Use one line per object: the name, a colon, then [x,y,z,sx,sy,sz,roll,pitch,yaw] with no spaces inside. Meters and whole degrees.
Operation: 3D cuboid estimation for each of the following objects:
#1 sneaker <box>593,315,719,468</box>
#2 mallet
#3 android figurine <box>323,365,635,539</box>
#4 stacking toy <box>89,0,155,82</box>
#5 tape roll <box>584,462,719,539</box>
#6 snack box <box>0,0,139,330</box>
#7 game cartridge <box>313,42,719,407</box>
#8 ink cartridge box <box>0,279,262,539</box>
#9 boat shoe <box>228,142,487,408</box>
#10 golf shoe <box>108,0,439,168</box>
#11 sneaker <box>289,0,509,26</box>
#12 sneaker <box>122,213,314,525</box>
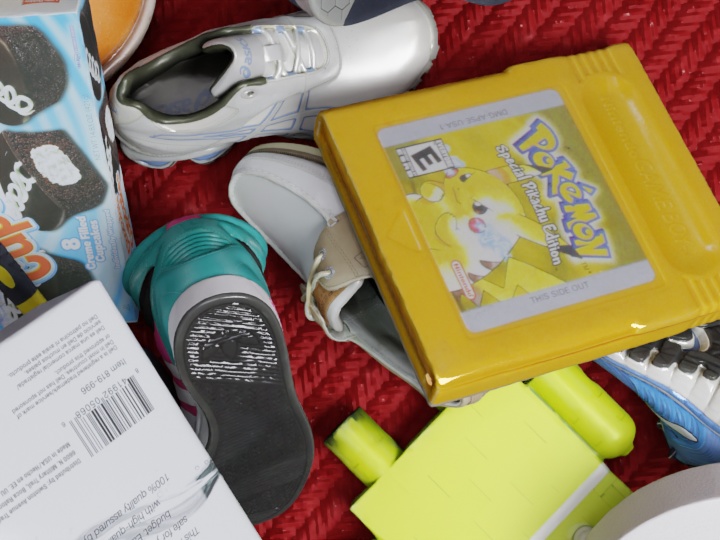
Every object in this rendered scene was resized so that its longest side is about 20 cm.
sneaker: [0.178,0.067,0.830,0.200,0.090,0.078,37,54,24]
mallet: [-0.172,0.015,0.822,0.065,0.041,0.201,-28,117,0]
android figurine: [0.079,0.136,0.852,0.182,0.041,0.200,-44,85,-2]
stacking toy: [-0.196,-0.186,0.786,0.145,0.200,0.148,-1,73,5]
tape roll: [0.206,0.195,0.789,0.201,0.037,0.205,3,114,7]
snack box: [-0.191,-0.055,0.812,0.115,0.037,0.201,-4,127,2]
game cartridge: [0.095,-0.033,0.807,0.198,0.033,0.177,-16,64,-17]
ink cartridge box: [-0.148,0.130,0.754,0.146,0.083,0.201,-36,100,-32]
boat shoe: [0.000,0.000,0.824,0.199,0.075,0.068,32,53,17]
golf shoe: [-0.048,-0.110,0.841,0.198,0.097,0.079,-20,85,-2]
sneaker: [0.008,-0.201,0.854,0.201,0.146,0.078,-15,123,-37]
sneaker: [-0.081,0.044,0.826,0.083,0.201,0.121,-12,46,-10]
